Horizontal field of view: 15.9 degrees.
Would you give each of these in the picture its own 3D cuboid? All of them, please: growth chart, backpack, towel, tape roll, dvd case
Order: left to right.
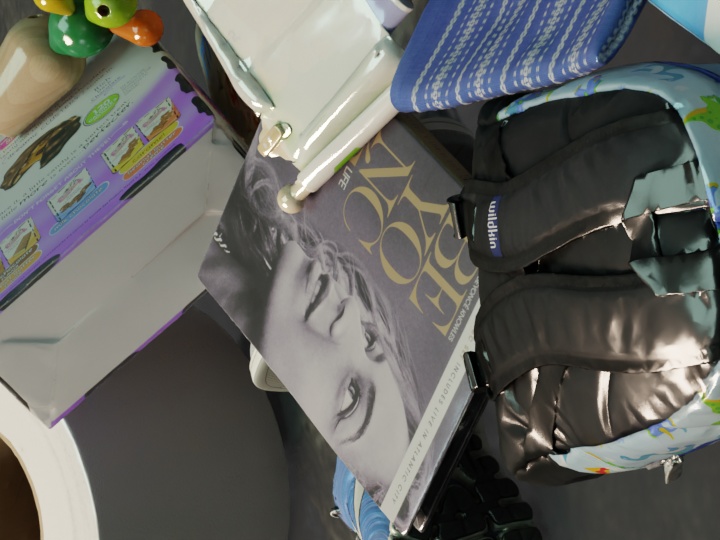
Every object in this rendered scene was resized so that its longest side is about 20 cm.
[{"bbox_3d":[-0.156,0.123,1.458,0.202,0.139,0.203,13,108,45],"label":"tape roll"},{"bbox_3d":[-0.035,-0.143,1.157,0.145,0.018,0.200,-35,79,40],"label":"growth chart"},{"bbox_3d":[0.000,0.000,1.174,0.200,0.016,0.149,48,125,40],"label":"dvd case"},{"bbox_3d":[0.077,-0.134,1.023,0.145,0.024,0.200,-64,18,-11],"label":"towel"},{"bbox_3d":[0.120,-0.007,0.947,0.200,0.153,0.164,121,146,-79],"label":"backpack"}]

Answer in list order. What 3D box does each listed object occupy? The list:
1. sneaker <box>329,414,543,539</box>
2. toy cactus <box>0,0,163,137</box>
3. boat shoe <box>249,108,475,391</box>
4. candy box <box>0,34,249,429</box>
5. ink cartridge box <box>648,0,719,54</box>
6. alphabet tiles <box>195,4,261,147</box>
[{"bbox_3d":[0.032,0.114,1.219,0.089,0.078,0.201,118,147,-59],"label":"sneaker"},{"bbox_3d":[-0.152,-0.146,1.369,0.165,0.102,0.200,-49,26,12],"label":"toy cactus"},{"bbox_3d":[-0.002,-0.014,1.254,0.202,0.074,0.065,119,143,-44],"label":"boat shoe"},{"bbox_3d":[-0.140,-0.032,1.355,0.072,0.168,0.200,48,-178,-27],"label":"candy box"},{"bbox_3d":[0.186,-0.118,0.831,0.200,0.084,0.145,-131,42,-51],"label":"ink cartridge box"},{"bbox_3d":[-0.064,-0.131,1.359,0.200,0.015,0.196,103,152,-64],"label":"alphabet tiles"}]
